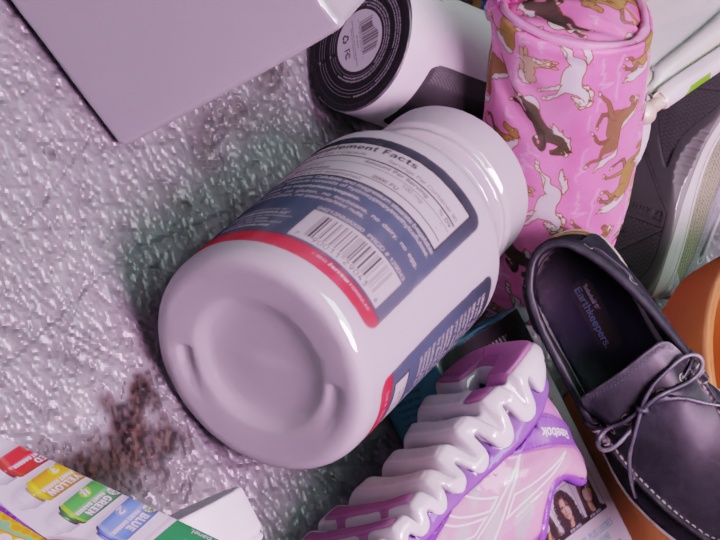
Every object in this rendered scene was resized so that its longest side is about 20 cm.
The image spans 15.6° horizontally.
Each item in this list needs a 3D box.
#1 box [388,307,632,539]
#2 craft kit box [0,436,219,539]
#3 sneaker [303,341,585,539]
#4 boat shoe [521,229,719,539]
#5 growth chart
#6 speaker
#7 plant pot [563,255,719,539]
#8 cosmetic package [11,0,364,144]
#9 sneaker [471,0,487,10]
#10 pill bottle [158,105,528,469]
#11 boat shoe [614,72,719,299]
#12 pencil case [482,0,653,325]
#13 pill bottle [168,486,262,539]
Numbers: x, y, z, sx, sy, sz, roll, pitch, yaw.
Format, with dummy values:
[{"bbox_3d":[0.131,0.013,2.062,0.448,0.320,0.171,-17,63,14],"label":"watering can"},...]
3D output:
[{"bbox_3d":[0.088,0.128,1.390,0.082,0.049,0.200,-29,93,-49],"label":"box"},{"bbox_3d":[-0.155,0.148,1.030,0.200,0.049,0.198,23,40,14],"label":"craft kit box"},{"bbox_3d":[0.042,0.128,1.278,0.200,0.080,0.089,-47,110,-28],"label":"sneaker"},{"bbox_3d":[0.143,0.064,1.326,0.200,0.075,0.062,58,11,16],"label":"boat shoe"},{"bbox_3d":[0.140,-0.168,1.479,0.145,0.018,0.200,-28,56,-32],"label":"growth chart"},{"bbox_3d":[0.070,-0.102,1.462,0.200,0.081,0.081,17,59,-42],"label":"speaker"},{"bbox_3d":[0.203,0.097,1.459,0.200,0.140,0.200,23,55,-39],"label":"plant pot"},{"bbox_3d":[-0.068,-0.201,1.296,0.166,0.167,0.200,54,43,-14],"label":"cosmetic package"},{"bbox_3d":[0.149,-0.154,1.551,0.088,0.075,0.200,40,32,29],"label":"sneaker"},{"bbox_3d":[0.000,0.000,1.306,0.120,0.119,0.200,58,41,-9],"label":"pill bottle"},{"bbox_3d":[0.195,-0.078,1.531,0.065,0.074,0.202,5,105,-50],"label":"boat shoe"},{"bbox_3d":[0.100,-0.063,1.391,0.083,0.200,0.087,-11,42,-19],"label":"pencil case"},{"bbox_3d":[-0.049,0.204,1.158,0.113,0.113,0.200,-24,89,-50],"label":"pill bottle"}]
